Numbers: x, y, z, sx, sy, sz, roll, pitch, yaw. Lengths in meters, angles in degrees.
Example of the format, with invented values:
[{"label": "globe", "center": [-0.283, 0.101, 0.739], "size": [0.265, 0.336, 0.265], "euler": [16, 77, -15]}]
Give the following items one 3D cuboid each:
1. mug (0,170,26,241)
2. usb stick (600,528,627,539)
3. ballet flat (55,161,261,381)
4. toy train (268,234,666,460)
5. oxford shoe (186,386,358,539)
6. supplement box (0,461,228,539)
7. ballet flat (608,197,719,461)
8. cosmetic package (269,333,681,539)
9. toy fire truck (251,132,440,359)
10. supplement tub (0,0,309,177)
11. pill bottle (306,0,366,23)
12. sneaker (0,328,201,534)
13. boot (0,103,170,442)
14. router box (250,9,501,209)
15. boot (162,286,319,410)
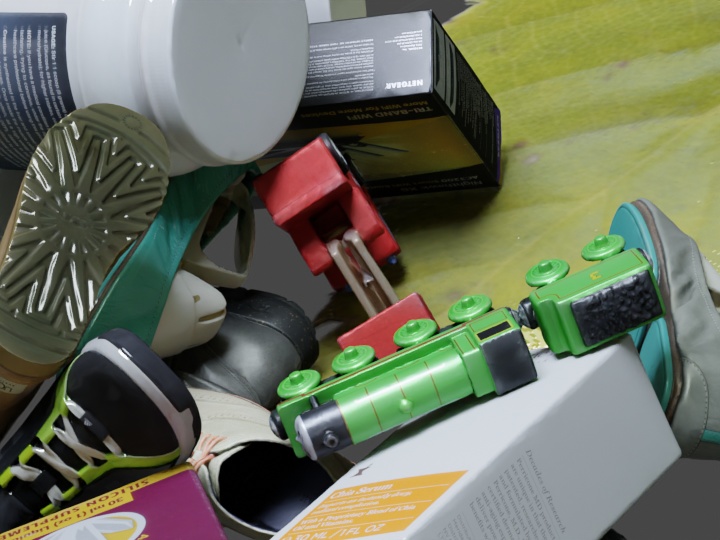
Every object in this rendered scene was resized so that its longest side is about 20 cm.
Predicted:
[{"label": "mug", "center": [-0.265, -0.025, 1.614], "size": [0.174, 0.149, 0.200], "euler": [-11, 0, 0]}, {"label": "usb stick", "center": [0.048, 0.179, 1.289], "size": [0.199, 0.033, 0.055], "euler": [-30, 33, -23]}, {"label": "ballet flat", "center": [-0.096, -0.002, 1.503], "size": [0.070, 0.068, 0.201], "euler": [22, 46, 0]}, {"label": "toy train", "center": [0.051, 0.040, 1.345], "size": [0.199, 0.042, 0.056], "euler": [-24, 23, -4]}, {"label": "oxford shoe", "center": [-0.066, 0.092, 1.398], "size": [0.199, 0.074, 0.071], "euler": [16, 79, 29]}, {"label": "supplement box", "center": [-0.105, 0.175, 1.246], "size": [0.130, 0.104, 0.200], "euler": [-20, 15, -7]}, {"label": "ballet flat", "center": [0.167, 0.033, 1.457], "size": [0.063, 0.068, 0.200], "euler": [11, 31, -10]}, {"label": "cosmetic package", "center": [0.051, 0.109, 1.313], "size": [0.101, 0.072, 0.200], "euler": [-13, 17, 41]}, {"label": "toy fire truck", "center": [0.000, 0.000, 1.527], "size": [0.049, 0.141, 0.200], "euler": [-32, -8, 3]}, {"label": "supplement tub", "center": [-0.142, -0.121, 1.502], "size": [0.199, 0.141, 0.140], "euler": [4, 36, 34]}, {"label": "pill bottle", "center": [-0.102, -0.160, 1.816], "size": [0.199, 0.112, 0.111], "euler": [-4, 33, 18]}, {"label": "sneaker", "center": [-0.141, 0.102, 1.362], "size": [0.072, 0.200, 0.083], "euler": [43, 53, 3]}, {"label": "boot", "center": [-0.179, 0.027, 1.432], "size": [0.066, 0.200, 0.176], "euler": [32, 52, -7]}, {"label": "router box", "center": [-0.033, -0.087, 1.631], "size": [0.199, 0.157, 0.053], "euler": [-5, 71, 17]}, {"label": "boot", "center": [-0.131, 0.056, 1.527], "size": [0.199, 0.068, 0.131], "euler": [9, 39, 26]}]
